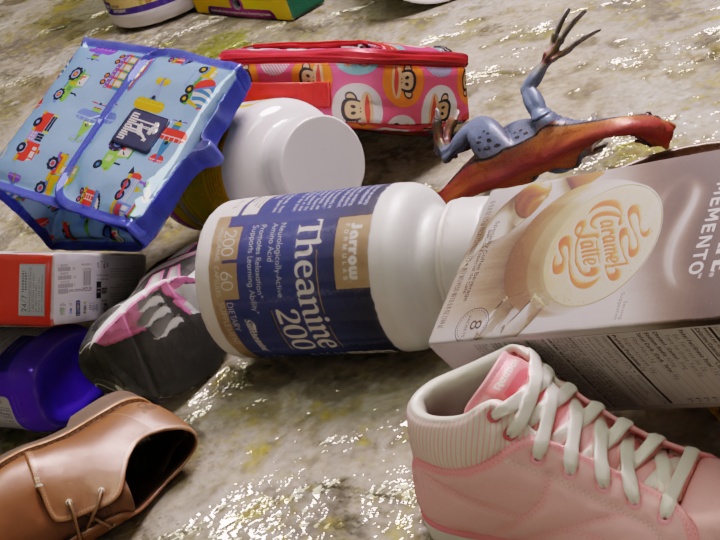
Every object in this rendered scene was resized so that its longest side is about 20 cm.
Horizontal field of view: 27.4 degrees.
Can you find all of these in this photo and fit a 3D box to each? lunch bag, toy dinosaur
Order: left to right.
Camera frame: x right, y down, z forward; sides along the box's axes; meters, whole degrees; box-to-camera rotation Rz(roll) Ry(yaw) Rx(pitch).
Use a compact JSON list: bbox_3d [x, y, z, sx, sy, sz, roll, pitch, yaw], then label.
[{"bbox_3d":[-0.168,-0.089,1.113,0.200,0.094,0.151,10,61,47],"label":"lunch bag"},{"bbox_3d":[-0.025,-0.154,1.253,0.200,0.082,0.176,7,11,43],"label":"lunch bag"},{"bbox_3d":[0.137,-0.081,1.080,0.181,0.105,0.200,21,80,58],"label":"toy dinosaur"}]

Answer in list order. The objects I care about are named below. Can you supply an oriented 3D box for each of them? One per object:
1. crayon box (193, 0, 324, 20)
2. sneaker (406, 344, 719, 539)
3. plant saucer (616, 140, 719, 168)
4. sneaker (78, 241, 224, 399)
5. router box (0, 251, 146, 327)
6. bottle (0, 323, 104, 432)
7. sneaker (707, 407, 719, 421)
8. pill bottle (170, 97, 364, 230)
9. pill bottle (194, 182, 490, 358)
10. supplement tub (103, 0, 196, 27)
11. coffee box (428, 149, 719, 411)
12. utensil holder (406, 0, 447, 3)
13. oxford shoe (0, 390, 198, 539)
[{"bbox_3d":[-0.147,-0.388,1.732,0.058,0.173,0.200,-35,31,-29],"label":"crayon box"},{"bbox_3d":[0.110,0.094,0.741,0.200,0.105,0.075,1,31,32],"label":"sneaker"},{"bbox_3d":[0.221,-0.025,0.966,0.200,0.037,0.201,-16,27,8],"label":"plant saucer"},{"bbox_3d":[-0.136,0.032,1.061,0.086,0.081,0.200,-4,18,36],"label":"sneaker"},{"bbox_3d":[-0.269,0.010,1.063,0.179,0.049,0.200,1,1,10],"label":"router box"},{"bbox_3d":[-0.277,0.072,1.071,0.200,0.065,0.084,1,26,35],"label":"bottle"},{"bbox_3d":[0.208,0.052,0.787,0.077,0.073,0.200,-27,27,-22],"label":"sneaker"},{"bbox_3d":[-0.081,-0.081,1.155,0.104,0.104,0.200,-34,20,-27],"label":"pill bottle"},{"bbox_3d":[0.000,0.000,0.978,0.199,0.111,0.111,-4,30,27],"label":"pill bottle"},{"bbox_3d":[-0.278,-0.421,1.845,0.145,0.200,0.146,-16,25,8],"label":"supplement tub"},{"bbox_3d":[0.148,0.008,0.784,0.200,0.080,0.115,-9,48,45],"label":"coffee box"},{"bbox_3d":[0.054,-0.399,1.633,0.170,0.170,0.200,-21,24,-4],"label":"utensil holder"},{"bbox_3d":[-0.178,0.140,0.881,0.071,0.071,0.200,12,39,38],"label":"oxford shoe"}]
